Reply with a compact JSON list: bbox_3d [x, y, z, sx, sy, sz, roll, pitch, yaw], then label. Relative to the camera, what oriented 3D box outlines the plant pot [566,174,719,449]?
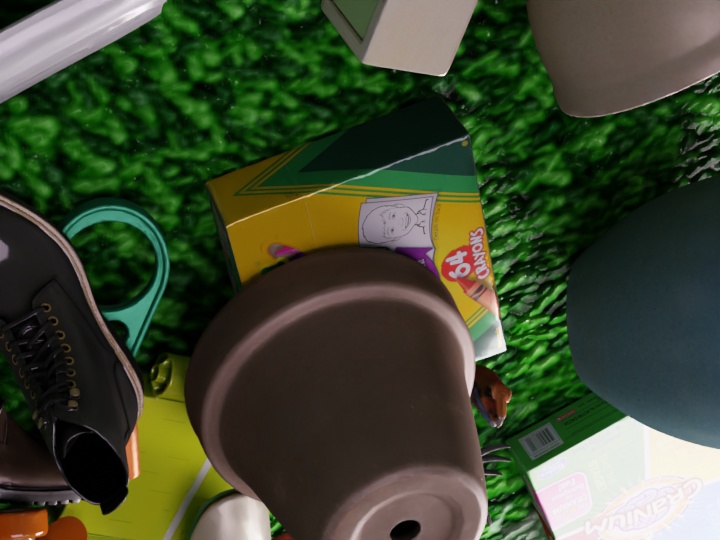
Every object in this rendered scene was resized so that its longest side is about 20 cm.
[{"bbox_3d":[0.223,0.033,1.628,0.135,0.200,0.200,-4,136,21],"label":"plant pot"}]

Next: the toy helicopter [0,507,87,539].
[{"bbox_3d":[-0.270,0.199,1.537,0.200,0.079,0.132,-5,179,21],"label":"toy helicopter"}]

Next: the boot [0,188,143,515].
[{"bbox_3d":[-0.198,0.045,1.415,0.077,0.138,0.200,-36,113,11],"label":"boot"}]

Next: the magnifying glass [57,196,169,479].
[{"bbox_3d":[-0.163,0.047,1.510,0.079,0.022,0.200,-6,112,-12],"label":"magnifying glass"}]

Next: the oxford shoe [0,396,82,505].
[{"bbox_3d":[-0.251,0.100,1.489,0.200,0.073,0.085,20,95,-26],"label":"oxford shoe"}]

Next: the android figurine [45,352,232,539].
[{"bbox_3d":[-0.140,0.136,1.608,0.200,0.041,0.182,16,116,-33],"label":"android figurine"}]

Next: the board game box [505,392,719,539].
[{"bbox_3d":[0.214,0.172,1.808,0.153,0.040,0.200,-29,132,-4],"label":"board game box"}]

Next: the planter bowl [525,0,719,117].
[{"bbox_3d":[0.181,-0.204,1.423,0.200,0.200,0.135,-32,106,-1],"label":"planter bowl"}]

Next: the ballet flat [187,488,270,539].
[{"bbox_3d":[-0.091,0.229,1.647,0.069,0.070,0.200,-12,148,-18],"label":"ballet flat"}]

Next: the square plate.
[{"bbox_3d":[-0.184,-0.124,1.295,0.198,0.200,0.028,-29,96,-4],"label":"square plate"}]

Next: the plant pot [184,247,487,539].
[{"bbox_3d":[0.000,0.115,1.494,0.200,0.175,0.200,-12,131,-13],"label":"plant pot"}]

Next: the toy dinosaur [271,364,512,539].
[{"bbox_3d":[0.032,0.149,1.675,0.200,0.105,0.182,13,98,-19],"label":"toy dinosaur"}]

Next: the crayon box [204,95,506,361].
[{"bbox_3d":[0.000,0.000,1.558,0.172,0.058,0.200,-22,131,-10],"label":"crayon box"}]

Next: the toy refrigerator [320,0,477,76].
[{"bbox_3d":[0.045,-0.226,1.398,0.070,0.076,0.200,5,122,-30],"label":"toy refrigerator"}]
